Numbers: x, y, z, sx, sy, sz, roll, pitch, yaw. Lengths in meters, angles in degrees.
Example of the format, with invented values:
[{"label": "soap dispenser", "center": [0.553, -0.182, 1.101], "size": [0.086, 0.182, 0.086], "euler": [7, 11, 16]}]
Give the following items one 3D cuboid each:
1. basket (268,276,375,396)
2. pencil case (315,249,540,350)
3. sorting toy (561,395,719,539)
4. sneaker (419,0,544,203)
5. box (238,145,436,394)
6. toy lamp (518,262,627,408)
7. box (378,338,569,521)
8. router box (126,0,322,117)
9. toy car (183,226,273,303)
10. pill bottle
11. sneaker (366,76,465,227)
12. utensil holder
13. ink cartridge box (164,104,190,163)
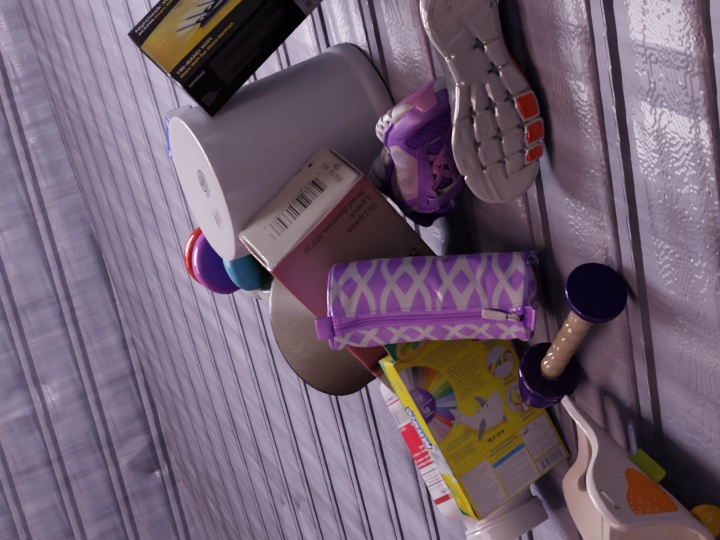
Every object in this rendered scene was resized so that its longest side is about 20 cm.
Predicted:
[{"label": "basket", "center": [-0.006, 0.050, 1.542], "size": [0.182, 0.135, 0.200], "euler": [65, 158, -3]}, {"label": "pencil case", "center": [0.065, 0.030, 1.221], "size": [0.086, 0.197, 0.085], "euler": [-77, -21, -55]}, {"label": "sorting toy", "center": [0.217, 0.202, 1.168], "size": [0.181, 0.106, 0.202], "euler": [-123, 19, -47]}, {"label": "sneaker", "center": [0.101, -0.156, 1.122], "size": [0.082, 0.076, 0.202], "euler": [-88, -16, -67]}, {"label": "box", "center": [0.000, 0.000, 1.337], "size": [0.200, 0.128, 0.109], "euler": [45, 178, -30]}, {"label": "toy lamp", "center": [0.173, 0.064, 1.169], "size": [0.059, 0.058, 0.201], "euler": [58, 160, 23]}, {"label": "box", "center": [0.102, 0.120, 1.304], "size": [0.202, 0.117, 0.048], "euler": [62, 162, -10]}, {"label": "router box", "center": [-0.126, -0.267, 1.380], "size": [0.052, 0.200, 0.157], "euler": [45, 178, -40]}, {"label": "toy car", "center": [-0.160, -0.030, 1.834], "size": [0.200, 0.149, 0.177], "euler": [18, 129, 66]}, {"label": "pill bottle", "center": [0.109, 0.180, 1.399], "size": [0.202, 0.111, 0.112], "euler": [63, 161, 8]}, {"label": "sneaker", "center": [0.063, -0.101, 1.259], "size": [0.089, 0.080, 0.200], "euler": [56, 165, 15]}, {"label": "utensil holder", "center": [-0.077, -0.121, 1.417], "size": [0.170, 0.198, 0.171], "euler": [54, 158, 34]}, {"label": "ink cartridge box", "center": [-0.231, -0.145, 2.057], "size": [0.201, 0.044, 0.095], "euler": [55, 157, 30]}]
